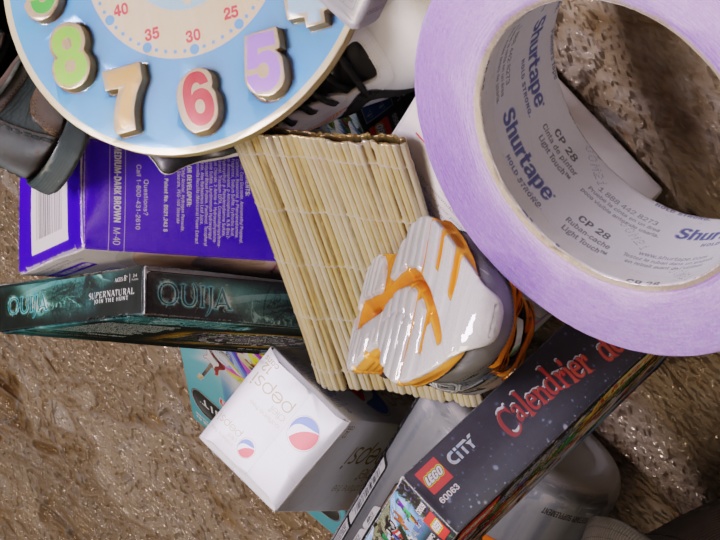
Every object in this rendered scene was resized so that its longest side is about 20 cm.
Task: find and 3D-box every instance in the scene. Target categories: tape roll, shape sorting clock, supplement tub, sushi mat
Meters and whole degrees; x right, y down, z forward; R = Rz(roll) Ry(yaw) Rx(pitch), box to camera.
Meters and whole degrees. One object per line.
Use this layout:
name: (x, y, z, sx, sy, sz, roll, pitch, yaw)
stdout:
tape roll: (0.122, -0.066, 1.237, 0.199, 0.066, 0.201, 22, 131, 28)
shape sorting clock: (-0.086, -0.155, 1.424, 0.200, 0.200, 0.039, 39, -174, 25)
supplement tub: (0.044, 0.163, 1.595, 0.122, 0.122, 0.201, 39, 111, 25)
sushi mat: (0.000, 0.000, 1.473, 0.095, 0.012, 0.201, 4, 140, 21)

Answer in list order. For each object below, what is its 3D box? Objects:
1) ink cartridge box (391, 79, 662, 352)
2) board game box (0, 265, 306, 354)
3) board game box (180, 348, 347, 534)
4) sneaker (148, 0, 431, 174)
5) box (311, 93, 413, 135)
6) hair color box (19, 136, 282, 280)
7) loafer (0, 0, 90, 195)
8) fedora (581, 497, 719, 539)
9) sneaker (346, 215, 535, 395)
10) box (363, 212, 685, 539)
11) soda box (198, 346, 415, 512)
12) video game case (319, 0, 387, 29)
ink cartridge box: (0.072, -0.040, 1.435, 0.117, 0.067, 0.200, 47, 157, 5)
board game box: (-0.076, 0.023, 1.584, 0.135, 0.199, 0.028, -7, 80, 49)
board game box: (-0.050, 0.062, 1.826, 0.151, 0.047, 0.201, 37, 152, 30)
sneaker: (-0.026, -0.094, 1.446, 0.199, 0.080, 0.074, -19, 117, 33)
box: (-0.063, -0.147, 1.560, 0.200, 0.040, 0.137, 22, 142, 49)
hair color box: (-0.072, -0.027, 1.561, 0.109, 0.199, 0.065, 163, 108, -65)
loafer: (-0.165, -0.127, 1.513, 0.063, 0.201, 0.072, 23, 130, -20)
fedora: (0.196, 0.176, 1.493, 0.177, 0.090, 0.200, 51, 163, 5)
sneaker: (0.048, 0.022, 1.373, 0.077, 0.079, 0.200, 16, 177, -9)
box: (0.085, 0.071, 1.404, 0.038, 0.200, 0.137, 45, 156, 8)
soda box: (-0.013, 0.091, 1.652, 0.064, 0.068, 0.200, 43, -169, 18)
video game case: (-0.036, -0.238, 1.334, 0.200, 0.023, 0.182, 44, 136, 18)
